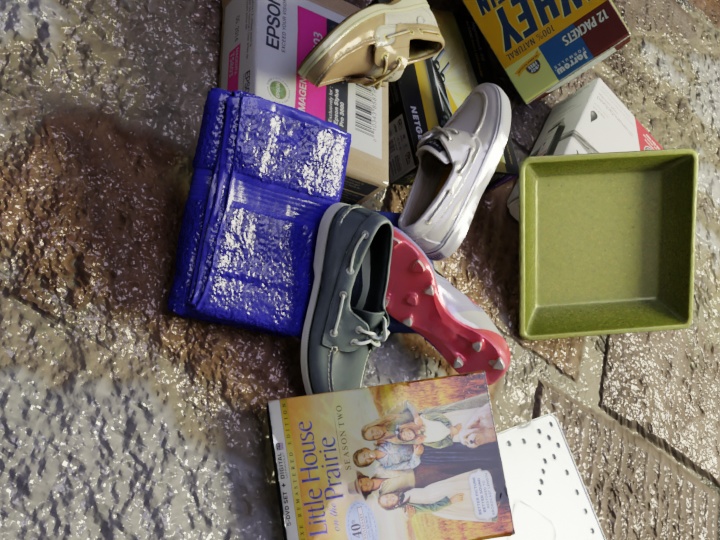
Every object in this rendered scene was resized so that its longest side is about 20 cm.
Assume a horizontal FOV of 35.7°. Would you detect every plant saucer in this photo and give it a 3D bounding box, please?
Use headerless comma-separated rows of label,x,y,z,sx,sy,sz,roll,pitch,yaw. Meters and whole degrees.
plant saucer,0.264,-0.032,1.226,0.197,0.048,0.202,-4,104,-7

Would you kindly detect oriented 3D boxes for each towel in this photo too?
towel,-0.083,-0.046,0.983,0.146,0.049,0.203,13,87,-29

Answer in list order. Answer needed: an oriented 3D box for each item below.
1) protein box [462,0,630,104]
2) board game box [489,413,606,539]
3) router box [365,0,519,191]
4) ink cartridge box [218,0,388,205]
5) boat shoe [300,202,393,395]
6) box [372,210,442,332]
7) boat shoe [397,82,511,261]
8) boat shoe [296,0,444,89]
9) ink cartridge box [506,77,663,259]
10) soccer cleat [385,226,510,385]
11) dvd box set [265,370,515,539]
protein box,0.203,-0.313,1.284,0.200,0.134,0.200,58,17,-1
board game box,0.152,0.253,1.047,0.199,0.026,0.202,-11,75,-43
router box,0.084,-0.192,1.239,0.156,0.052,0.202,0,70,-39
ink cartridge box,-0.055,-0.180,1.106,0.163,0.075,0.202,17,61,-34
boat shoe,-0.007,0.043,0.999,0.072,0.061,0.203,-4,100,-55
box,0.000,0.000,1.095,0.198,0.032,0.123,2,69,-37
boat shoe,0.090,-0.113,1.131,0.070,0.071,0.202,35,71,-34
boat shoe,0.019,-0.214,1.080,0.067,0.074,0.200,52,47,2
ink cartridge box,0.276,-0.107,1.334,0.147,0.083,0.201,43,49,-15
soccer cleat,0.071,0.030,1.086,0.200,0.067,0.077,45,18,-9
dvd box set,0.025,0.172,0.969,0.197,0.029,0.148,-6,74,-11
